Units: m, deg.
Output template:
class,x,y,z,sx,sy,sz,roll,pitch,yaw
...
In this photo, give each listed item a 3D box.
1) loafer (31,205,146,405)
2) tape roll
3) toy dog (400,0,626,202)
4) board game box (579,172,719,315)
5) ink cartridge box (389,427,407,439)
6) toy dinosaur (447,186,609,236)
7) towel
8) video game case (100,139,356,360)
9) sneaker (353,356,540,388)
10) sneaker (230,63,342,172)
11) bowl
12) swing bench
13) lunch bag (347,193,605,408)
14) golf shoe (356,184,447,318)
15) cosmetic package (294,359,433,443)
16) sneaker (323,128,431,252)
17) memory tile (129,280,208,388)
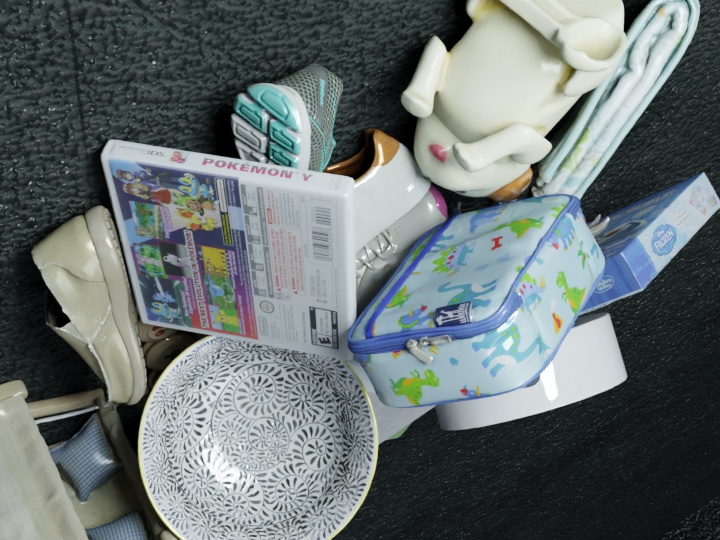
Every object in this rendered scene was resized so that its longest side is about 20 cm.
class,x,y,z,sx,sy,sz,roll,pitch,yaw
loafer,-0.212,0.032,0.939,0.068,0.076,0.200,-10,134,-10
tape roll,0.170,0.104,1.237,0.202,0.071,0.202,-17,178,-1
toy dog,0.110,-0.146,0.952,0.194,0.139,0.200,-43,168,-52
board game box,0.224,-0.008,1.161,0.200,0.043,0.199,-26,-174,43
ink cartridge box,0.038,0.118,1.342,0.145,0.048,0.200,-1,140,-44
toy dinosaur,0.134,-0.028,1.172,0.200,0.105,0.181,-39,161,21
towel,0.219,-0.155,1.020,0.200,0.048,0.171,-57,179,21
video game case,-0.093,-0.011,0.909,0.182,0.023,0.200,10,142,8
sneaker,0.068,0.078,1.044,0.073,0.200,0.071,-41,115,-33
sneaker,-0.054,-0.075,0.922,0.091,0.078,0.200,-45,164,-39
bowl,-0.089,0.144,1.038,0.201,0.201,0.094,-31,-177,-5
swing bench,-0.253,0.206,1.024,0.130,0.199,0.200,-48,149,24
lunch bag,0.090,0.022,0.944,0.161,0.083,0.200,-12,-154,39
golf shoe,0.000,0.000,1.088,0.091,0.075,0.200,-2,138,-54
cosmetic package,-0.033,0.134,1.191,0.151,0.052,0.200,7,152,-27
sneaker,-0.041,-0.041,1.004,0.200,0.073,0.085,-43,118,3
memory tile,-0.131,0.038,1.082,0.153,0.017,0.200,-25,150,-15
